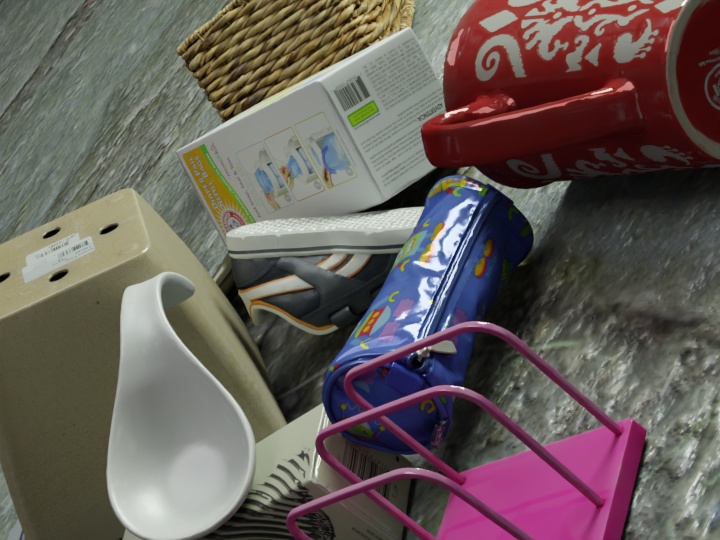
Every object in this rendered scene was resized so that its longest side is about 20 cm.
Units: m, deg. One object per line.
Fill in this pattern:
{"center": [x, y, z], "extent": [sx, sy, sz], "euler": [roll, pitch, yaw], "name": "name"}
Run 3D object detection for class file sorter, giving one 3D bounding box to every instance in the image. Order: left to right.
{"center": [0.037, 0.145, 0.926], "extent": [0.139, 0.125, 0.200], "euler": [-25, 34, 45], "name": "file sorter"}

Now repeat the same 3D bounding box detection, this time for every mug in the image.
{"center": [0.149, -0.100, 1.089], "extent": [0.178, 0.133, 0.200], "euler": [-55, 28, -19], "name": "mug"}

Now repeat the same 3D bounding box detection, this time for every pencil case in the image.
{"center": [0.046, 0.024, 1.110], "extent": [0.087, 0.078, 0.200], "euler": [-50, 7, 46], "name": "pencil case"}

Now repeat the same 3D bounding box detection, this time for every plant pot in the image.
{"center": [-0.184, 0.060, 1.299], "extent": [0.199, 0.178, 0.200], "euler": [-24, 24, -3], "name": "plant pot"}

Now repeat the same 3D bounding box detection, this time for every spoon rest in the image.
{"center": [-0.120, 0.080, 1.123], "extent": [0.099, 0.061, 0.200], "euler": [-23, 51, 10], "name": "spoon rest"}

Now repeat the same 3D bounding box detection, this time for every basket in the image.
{"center": [-0.039, -0.201, 1.648], "extent": [0.200, 0.149, 0.143], "euler": [-36, -5, 31], "name": "basket"}

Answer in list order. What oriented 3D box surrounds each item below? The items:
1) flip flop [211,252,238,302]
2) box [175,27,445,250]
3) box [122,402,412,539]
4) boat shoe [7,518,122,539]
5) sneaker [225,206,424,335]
{"center": [-0.169, 0.051, 1.486], "extent": [0.200, 0.058, 0.081], "euler": [-48, 0, 1], "name": "flip flop"}
{"center": [-0.032, -0.094, 1.385], "extent": [0.112, 0.102, 0.200], "euler": [-35, 10, -39], "name": "box"}
{"center": [-0.065, 0.165, 1.137], "extent": [0.200, 0.082, 0.069], "euler": [-35, 29, 35], "name": "box"}
{"center": [-0.200, 0.184, 1.374], "extent": [0.086, 0.075, 0.202], "euler": [-27, 23, 36], "name": "boat shoe"}
{"center": [0.000, 0.000, 1.279], "extent": [0.199, 0.080, 0.078], "euler": [-4, 12, 31], "name": "sneaker"}
